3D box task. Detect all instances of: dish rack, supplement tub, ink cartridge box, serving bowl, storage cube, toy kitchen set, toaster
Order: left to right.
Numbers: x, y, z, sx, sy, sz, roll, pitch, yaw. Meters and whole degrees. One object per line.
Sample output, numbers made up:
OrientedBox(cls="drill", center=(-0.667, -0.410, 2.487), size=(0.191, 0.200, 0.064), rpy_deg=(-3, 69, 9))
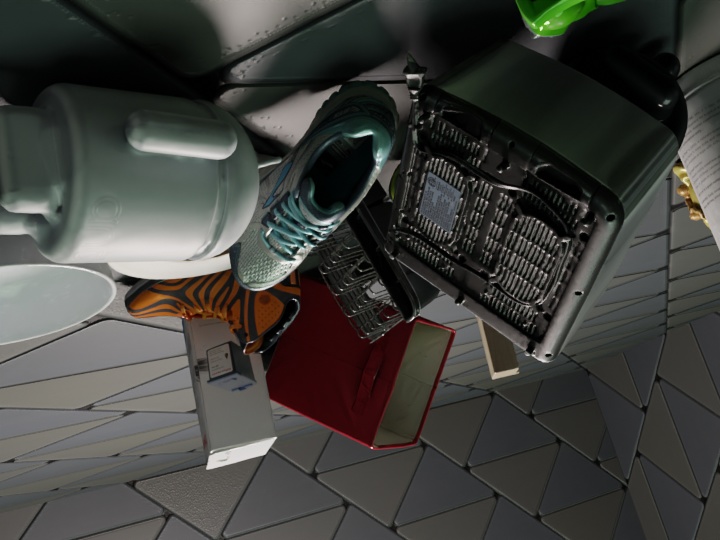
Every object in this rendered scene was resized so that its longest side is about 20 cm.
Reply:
OrientedBox(cls="serving bowl", center=(-0.316, 0.005, 0.694), size=(0.197, 0.067, 0.200), rpy_deg=(-15, 163, -5))
OrientedBox(cls="ink cartridge box", center=(-0.169, 0.131, 1.007), size=(0.085, 0.203, 0.147), rpy_deg=(-10, 163, -16))
OrientedBox(cls="dish rack", center=(0.000, 0.000, 0.858), size=(0.054, 0.155, 0.200), rpy_deg=(-26, 171, -29))
OrientedBox(cls="storage cube", center=(0.001, 0.125, 1.088), size=(0.178, 0.173, 0.200), rpy_deg=(20, 180, 24))
OrientedBox(cls="toaster", center=(0.121, -0.061, 0.620), size=(0.118, 0.180, 0.202), rpy_deg=(-40, 154, -34))
OrientedBox(cls="toy kitchen set", center=(0.278, 0.060, 1.258), size=(0.197, 0.183, 0.163), rpy_deg=(-13, 165, 4))
OrientedBox(cls="supplement tub", center=(0.397, -0.106, 0.802), size=(0.130, 0.203, 0.132), rpy_deg=(-15, 165, -4))

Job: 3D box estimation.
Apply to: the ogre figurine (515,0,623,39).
OrientedBox(cls="ogre figurine", center=(0.120, -0.196, 0.425), size=(0.119, 0.099, 0.200), rpy_deg=(-34, 171, 16))

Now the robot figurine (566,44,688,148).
OrientedBox(cls="robot figurine", center=(0.221, -0.117, 0.725), size=(0.148, 0.127, 0.200), rpy_deg=(-11, 164, 3))

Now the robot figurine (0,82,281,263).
OrientedBox(cls="robot figurine", center=(-0.152, -0.063, 0.549), size=(0.198, 0.115, 0.169), rpy_deg=(-3, 169, -40))

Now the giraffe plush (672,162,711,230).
OrientedBox(cls="giraffe plush", center=(0.506, -0.106, 1.040), size=(0.198, 0.175, 0.161), rpy_deg=(-20, -171, -29))

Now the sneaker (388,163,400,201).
OrientedBox(cls="sneaker", center=(0.124, -0.048, 0.786), size=(0.197, 0.075, 0.081), rpy_deg=(15, -161, -9))

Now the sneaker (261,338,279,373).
OrientedBox(cls="sneaker", center=(-0.103, 0.112, 1.171), size=(0.198, 0.113, 0.073), rpy_deg=(-5, 161, -35))

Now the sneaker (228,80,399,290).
OrientedBox(cls="sneaker", center=(-0.046, -0.056, 0.628), size=(0.077, 0.087, 0.201), rpy_deg=(31, 114, -17))

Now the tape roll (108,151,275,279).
OrientedBox(cls="tape roll", center=(-0.143, -0.046, 0.754), size=(0.200, 0.038, 0.203), rpy_deg=(-15, 164, -4))

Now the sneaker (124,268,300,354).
OrientedBox(cls="sneaker", center=(-0.160, 0.043, 0.890), size=(0.197, 0.114, 0.078), rpy_deg=(-17, 164, 2))
